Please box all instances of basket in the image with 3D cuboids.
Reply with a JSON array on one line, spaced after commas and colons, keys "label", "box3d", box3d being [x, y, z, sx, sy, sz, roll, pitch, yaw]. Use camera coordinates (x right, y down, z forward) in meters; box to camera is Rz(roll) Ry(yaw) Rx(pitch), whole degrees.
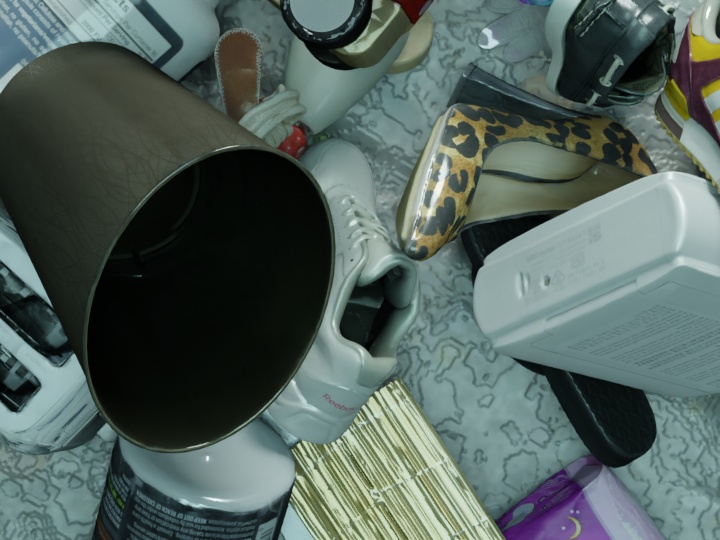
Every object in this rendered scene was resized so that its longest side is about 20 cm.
[{"label": "basket", "box3d": [-0.118, -0.030, 1.318, 0.136, 0.200, 0.180, 0, 119, -29]}]

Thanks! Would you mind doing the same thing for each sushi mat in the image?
[{"label": "sushi mat", "box3d": [0.037, 0.170, 1.439, 0.096, 0.012, 0.200, -33, 90, 5]}]

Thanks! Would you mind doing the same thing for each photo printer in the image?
[{"label": "photo printer", "box3d": [0.191, 0.014, 1.405, 0.200, 0.166, 0.069, 15, 61, -38]}]

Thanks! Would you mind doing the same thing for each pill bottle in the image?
[{"label": "pill bottle", "box3d": [-0.110, 0.182, 1.436, 0.106, 0.106, 0.200, 16, 121, -2]}, {"label": "pill bottle", "box3d": [-0.153, -0.146, 1.435, 0.200, 0.120, 0.120, -43, 93, 1]}]

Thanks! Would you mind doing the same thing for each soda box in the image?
[{"label": "soda box", "box3d": [-0.034, 0.112, 1.478, 0.068, 0.063, 0.200, -28, 93, 0]}]

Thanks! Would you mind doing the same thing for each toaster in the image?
[{"label": "toaster", "box3d": [-0.210, 0.023, 1.437, 0.200, 0.129, 0.114, 44, 90, -3]}]

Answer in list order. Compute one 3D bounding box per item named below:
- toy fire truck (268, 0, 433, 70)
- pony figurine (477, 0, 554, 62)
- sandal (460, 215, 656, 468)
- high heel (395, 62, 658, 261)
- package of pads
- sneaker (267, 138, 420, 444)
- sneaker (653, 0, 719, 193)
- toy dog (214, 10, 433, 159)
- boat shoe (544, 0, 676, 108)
[{"label": "toy fire truck", "box3d": [-0.007, -0.231, 1.339, 0.176, 0.129, 0.200, 39, 92, 9]}, {"label": "pony figurine", "box3d": [0.103, -0.225, 1.416, 0.167, 0.193, 0.200, 36, 69, -18]}, {"label": "sandal", "box3d": [0.105, 0.032, 1.474, 0.048, 0.075, 0.200, -33, 83, 40]}, {"label": "high heel", "box3d": [0.102, -0.042, 1.417, 0.143, 0.200, 0.071, 26, 127, 1]}, {"label": "package of pads", "box3d": [0.156, 0.222, 1.483, 0.120, 0.076, 0.200, -38, 93, -1]}, {"label": "sneaker", "box3d": [0.000, 0.000, 1.424, 0.078, 0.099, 0.200, 24, 50, -32]}, {"label": "sneaker", "box3d": [0.227, -0.081, 1.305, 0.075, 0.200, 0.090, -2, 122, -31]}, {"label": "toy dog", "box3d": [-0.044, -0.124, 1.440, 0.096, 0.132, 0.200, 43, 60, 13]}, {"label": "boat shoe", "box3d": [0.147, -0.122, 1.400, 0.060, 0.200, 0.076, 41, 93, 13]}]
